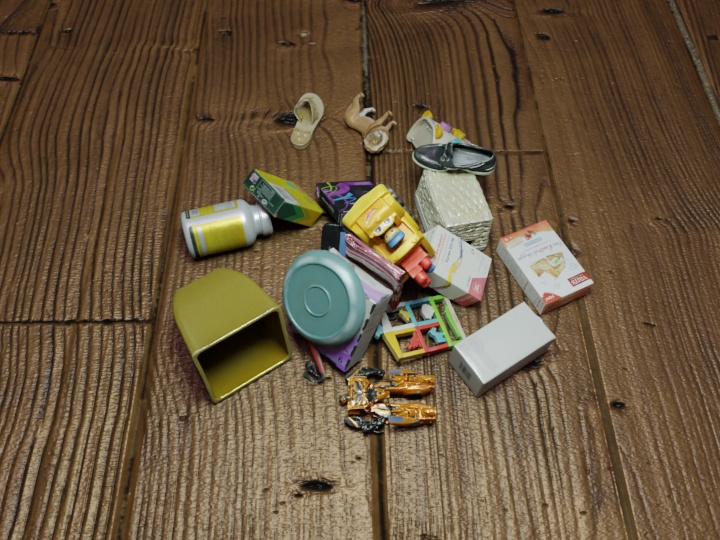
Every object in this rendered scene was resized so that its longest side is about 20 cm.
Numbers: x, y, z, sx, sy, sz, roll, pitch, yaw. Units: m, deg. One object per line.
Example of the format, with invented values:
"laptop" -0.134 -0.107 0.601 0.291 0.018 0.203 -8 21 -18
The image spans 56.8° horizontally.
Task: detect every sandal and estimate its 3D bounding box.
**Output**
"sandal" -0.145 -0.427 1.797 0.077 0.070 0.212 8 58 3

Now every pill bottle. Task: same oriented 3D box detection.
"pill bottle" -0.312 -0.104 1.564 0.200 0.112 0.112 -13 59 -10

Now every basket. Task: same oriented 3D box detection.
"basket" 0.223 -0.150 1.606 0.135 0.123 0.200 -11 58 -10

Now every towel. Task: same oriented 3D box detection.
"towel" 0.024 0.011 1.396 0.144 0.200 0.023 36 70 14

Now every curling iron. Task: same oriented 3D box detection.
"curling iron" -0.116 0.144 1.406 0.049 0.026 0.200 -13 95 6

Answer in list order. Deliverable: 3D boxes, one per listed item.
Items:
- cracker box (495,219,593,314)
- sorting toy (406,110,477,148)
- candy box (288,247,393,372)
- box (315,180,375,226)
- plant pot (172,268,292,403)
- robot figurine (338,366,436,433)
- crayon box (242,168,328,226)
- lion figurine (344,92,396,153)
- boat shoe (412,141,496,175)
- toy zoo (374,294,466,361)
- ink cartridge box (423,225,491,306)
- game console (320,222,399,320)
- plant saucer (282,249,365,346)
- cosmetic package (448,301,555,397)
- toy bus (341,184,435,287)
"cracker box" 0.430 -0.010 1.565 0.134 0.058 0.200 -22 62 -14
"sorting toy" 0.237 -0.319 1.712 0.180 0.107 0.200 14 30 -22
"candy box" -0.046 0.083 1.401 0.168 0.200 0.072 36 36 20
"box" -0.012 -0.164 1.594 0.143 0.036 0.200 -6 31 -20
"plant pot" -0.285 0.113 1.393 0.194 0.196 0.200 -29 54 -19
"robot figurine" 0.055 0.263 1.379 0.199 0.058 0.145 1 57 -2
"crayon box" -0.176 -0.169 1.597 0.127 0.200 0.051 45 106 24
"lion figurine" 0.014 -0.394 1.792 0.122 0.073 0.200 -44 54 -11
"boat shoe" 0.223 -0.271 1.565 0.199 0.066 0.075 14 72 5
"toy zoo" 0.123 0.127 1.469 0.200 0.020 0.131 -11 59 -20
"ink cartridge box" 0.190 -0.018 1.500 0.200 0.067 0.117 29 62 -19
"game console" 0.000 0.000 1.513 0.200 0.176 0.116 7 30 2
"plant saucer" -0.082 0.059 1.343 0.200 0.200 0.027 37 25 19
"cosmetic package" 0.303 0.169 1.432 0.200 0.085 0.108 -27 63 -18
"toy bus" 0.077 -0.055 1.375 0.136 0.200 0.192 -41 61 3
